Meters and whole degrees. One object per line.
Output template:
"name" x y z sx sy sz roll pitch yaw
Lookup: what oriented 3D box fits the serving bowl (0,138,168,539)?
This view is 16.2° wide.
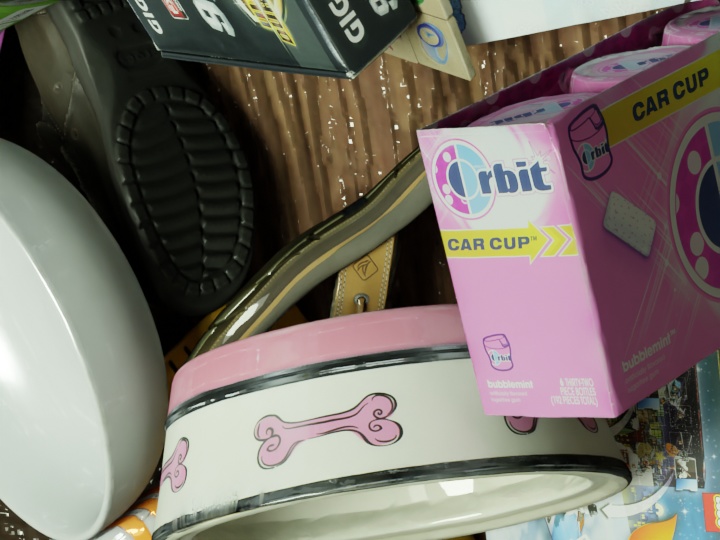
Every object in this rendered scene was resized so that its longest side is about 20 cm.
"serving bowl" -0.147 0.022 1.161 0.200 0.066 0.201 37 142 36

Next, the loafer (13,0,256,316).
"loafer" -0.110 -0.065 1.187 0.071 0.073 0.201 -39 66 49

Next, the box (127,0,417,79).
"box" -0.079 -0.177 1.069 0.159 0.046 0.200 13 141 53

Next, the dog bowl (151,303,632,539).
"dog bowl" 0.008 0.068 1.047 0.200 0.200 0.074 -17 74 33

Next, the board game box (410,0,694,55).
"board game box" 0.069 -0.191 1.007 0.198 0.043 0.200 -8 126 36

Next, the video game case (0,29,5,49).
"video game case" -0.242 -0.141 1.241 0.181 0.036 0.201 34 120 33

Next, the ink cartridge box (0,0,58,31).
"ink cartridge box" -0.254 -0.147 1.140 0.199 0.076 0.148 -25 91 22

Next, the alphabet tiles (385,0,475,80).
"alphabet tiles" -0.044 -0.170 1.090 0.200 0.008 0.168 24 149 44

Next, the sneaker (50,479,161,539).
"sneaker" -0.108 0.173 1.228 0.112 0.078 0.200 54 154 -5

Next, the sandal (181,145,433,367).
"sandal" 0.000 0.000 1.114 0.200 0.082 0.055 -39 95 2

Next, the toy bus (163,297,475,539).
"toy bus" -0.014 0.109 1.186 0.078 0.065 0.200 -43 81 31

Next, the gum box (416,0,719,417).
"gum box" 0.118 -0.032 0.990 0.066 0.200 0.114 -2 108 42

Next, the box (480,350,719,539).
"box" 0.121 0.098 1.118 0.136 0.038 0.201 1 105 30
